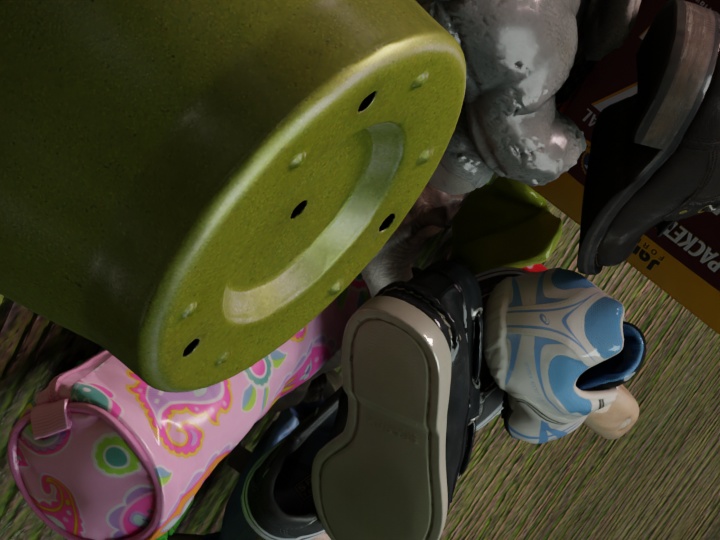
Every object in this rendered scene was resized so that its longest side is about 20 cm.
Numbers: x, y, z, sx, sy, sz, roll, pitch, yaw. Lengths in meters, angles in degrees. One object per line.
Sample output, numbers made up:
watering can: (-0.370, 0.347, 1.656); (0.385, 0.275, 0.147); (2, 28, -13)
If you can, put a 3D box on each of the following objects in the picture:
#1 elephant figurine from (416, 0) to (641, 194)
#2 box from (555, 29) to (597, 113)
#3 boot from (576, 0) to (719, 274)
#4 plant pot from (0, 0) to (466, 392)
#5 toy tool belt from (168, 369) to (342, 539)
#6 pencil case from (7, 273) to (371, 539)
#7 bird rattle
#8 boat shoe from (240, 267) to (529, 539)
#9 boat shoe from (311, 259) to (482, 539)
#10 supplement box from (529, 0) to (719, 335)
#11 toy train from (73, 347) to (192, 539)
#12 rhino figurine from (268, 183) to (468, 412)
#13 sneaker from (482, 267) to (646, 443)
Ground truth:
elephant figurine: (0.078, -0.140, 1.120); (0.200, 0.142, 0.155); (-46, -158, -27)
box: (0.117, -0.144, 1.314); (0.200, 0.039, 0.137); (-52, 162, 12)
boot: (0.194, -0.040, 1.130); (0.200, 0.174, 0.069); (113, -12, -60)
plant pot: (-0.080, -0.071, 0.746); (0.200, 0.193, 0.200); (-42, 162, -17)
toy tool belt: (-0.031, 0.115, 1.399); (0.200, 0.123, 0.125); (-60, 171, 17)
pencil case: (-0.073, 0.043, 1.149); (0.200, 0.087, 0.087); (-46, 166, -47)
bird rattle: (0.089, 0.038, 1.445); (0.113, 0.163, 0.200); (-41, 157, -3)
boat shoe: (0.025, 0.070, 1.316); (0.200, 0.069, 0.057); (-40, 178, -13)
boat shoe: (0.023, 0.069, 1.221); (0.066, 0.074, 0.199); (-48, 153, -36)
supplement box: (0.216, -0.112, 1.307); (0.197, 0.133, 0.200); (-42, 169, -53)
toy train: (-0.113, 0.089, 1.261); (0.056, 0.042, 0.200); (-57, 164, -21)
rhino figurine: (0.000, 0.000, 1.274); (0.200, 0.060, 0.087); (-46, 166, 27)
sneaker: (0.104, 0.047, 1.258); (0.200, 0.072, 0.072); (51, 49, -75)
